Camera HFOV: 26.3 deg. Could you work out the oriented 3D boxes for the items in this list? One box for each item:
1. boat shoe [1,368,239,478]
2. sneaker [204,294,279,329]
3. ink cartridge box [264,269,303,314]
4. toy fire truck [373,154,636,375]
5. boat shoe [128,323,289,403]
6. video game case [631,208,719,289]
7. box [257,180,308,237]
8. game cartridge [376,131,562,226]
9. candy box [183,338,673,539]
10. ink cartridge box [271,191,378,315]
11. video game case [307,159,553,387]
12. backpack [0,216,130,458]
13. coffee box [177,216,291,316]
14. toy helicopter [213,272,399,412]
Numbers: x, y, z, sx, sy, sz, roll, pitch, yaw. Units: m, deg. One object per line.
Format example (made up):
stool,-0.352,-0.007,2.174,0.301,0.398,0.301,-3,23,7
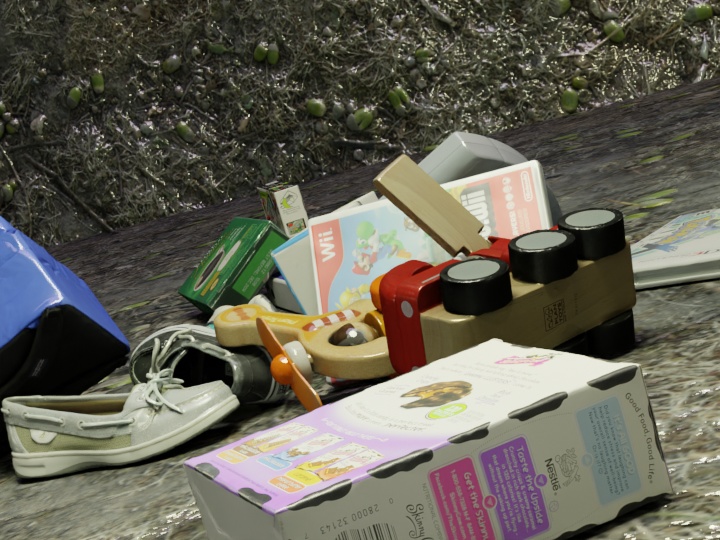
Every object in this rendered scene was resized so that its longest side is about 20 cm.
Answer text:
boat shoe,-0.192,0.114,1.208,0.201,0.065,0.074,-13,8,24
sneaker,-0.107,0.075,1.345,0.080,0.078,0.200,-35,7,-25
ink cartridge box,-0.046,0.011,1.721,0.099,0.039,0.200,-19,10,-14
toy fire truck,0.071,-0.001,1.094,0.176,0.129,0.200,-23,22,-35
boat shoe,-0.145,0.086,1.279,0.068,0.074,0.199,-4,7,-42
video game case,0.313,-0.027,1.310,0.182,0.022,0.200,-10,10,39
box,-0.098,-0.063,2.084,0.035,0.111,0.200,-18,7,-8
game cartridge,0.101,-0.050,1.366,0.133,0.041,0.200,-45,-32,12
candy box,0.030,0.105,0.793,0.199,0.072,0.168,-20,8,-19
ink cartridge box,0.000,0.000,1.384,0.068,0.116,0.200,-28,5,17
video game case,0.059,0.003,1.221,0.199,0.144,0.017,-14,-20,18
backpack,-0.327,0.068,1.315,0.200,0.168,0.163,-41,-31,0
coffee box,-0.147,-0.002,1.798,0.123,0.044,0.200,-54,15,-8
toy helicopter,-0.040,0.055,1.172,0.199,0.079,0.132,6,28,39
